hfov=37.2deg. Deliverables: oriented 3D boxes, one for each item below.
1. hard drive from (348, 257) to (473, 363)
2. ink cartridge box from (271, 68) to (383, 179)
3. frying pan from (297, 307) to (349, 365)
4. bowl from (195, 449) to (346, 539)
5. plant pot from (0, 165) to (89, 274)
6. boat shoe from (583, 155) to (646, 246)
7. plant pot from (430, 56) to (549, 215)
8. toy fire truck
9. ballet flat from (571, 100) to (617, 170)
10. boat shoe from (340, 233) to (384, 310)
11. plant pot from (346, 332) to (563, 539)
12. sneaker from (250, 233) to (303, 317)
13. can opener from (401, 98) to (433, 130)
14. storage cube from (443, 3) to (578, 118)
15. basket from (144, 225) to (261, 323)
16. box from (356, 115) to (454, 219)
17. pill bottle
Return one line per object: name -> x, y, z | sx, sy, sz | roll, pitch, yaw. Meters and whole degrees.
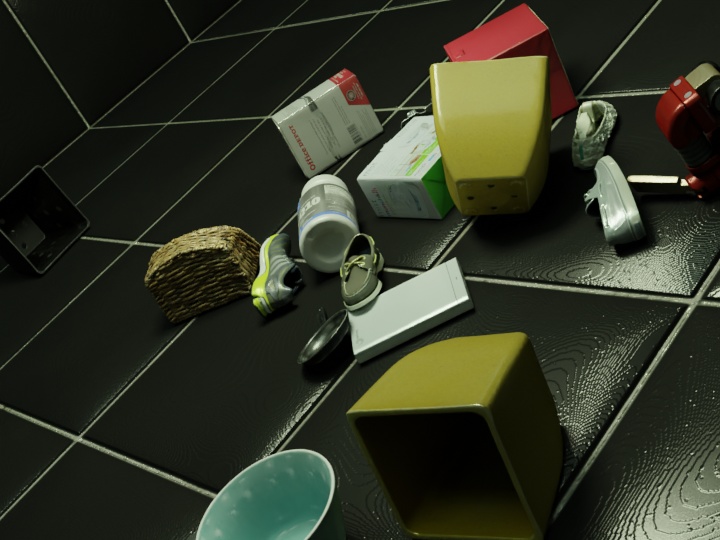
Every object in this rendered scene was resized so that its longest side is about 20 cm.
hard drive -> 0.076, 0.061, 1.689 | 0.198, 0.027, 0.133 | -27, 28, 10
ink cartridge box -> -0.073, -0.316, 2.306 | 0.198, 0.148, 0.083 | -32, 27, -4
frying pan -> -0.067, 0.111, 1.745 | 0.115, 0.031, 0.190 | -49, 11, -13
bowl -> -0.096, 0.334, 1.341 | 0.198, 0.106, 0.202 | -24, 30, 14
plant pot -> -0.850, -0.112, 2.715 | 0.176, 0.201, 0.200 | -15, 30, 47
boat shoe -> 0.372, -0.106, 1.616 | 0.071, 0.071, 0.202 | -21, 32, 11
plant pot -> 0.218, -0.205, 1.754 | 0.192, 0.195, 0.203 | -3, 64, 11
toy fire truck -> 0.472, -0.179, 1.544 | 0.199, 0.176, 0.129 | -39, 26, 17
ballet flat -> 0.396, -0.250, 1.828 | 0.071, 0.072, 0.201 | -14, 32, 28
boat shoe -> -0.003, 0.001, 1.799 | 0.071, 0.061, 0.202 | -22, 20, 15
plant pot -> 0.135, 0.179, 1.280 | 0.192, 0.197, 0.200 | -8, 29, 36
sneaker -> -0.141, 0.004, 1.962 | 0.080, 0.074, 0.202 | -14, 40, 17
can opener -> 0.172, -0.331, 2.207 | 0.198, 0.053, 0.067 | -32, 62, 2
storage cube -> 0.281, -0.369, 2.017 | 0.178, 0.172, 0.201 | -26, 28, 8
basket -> -0.308, -0.019, 2.070 | 0.197, 0.144, 0.150 | -21, 30, 18
box -> 0.122, -0.196, 1.977 | 0.175, 0.097, 0.200 | 3, 44, 48
pill bottle -> -0.060, -0.092, 1.974 | 0.112, 0.115, 0.201 | -26, 28, 9
